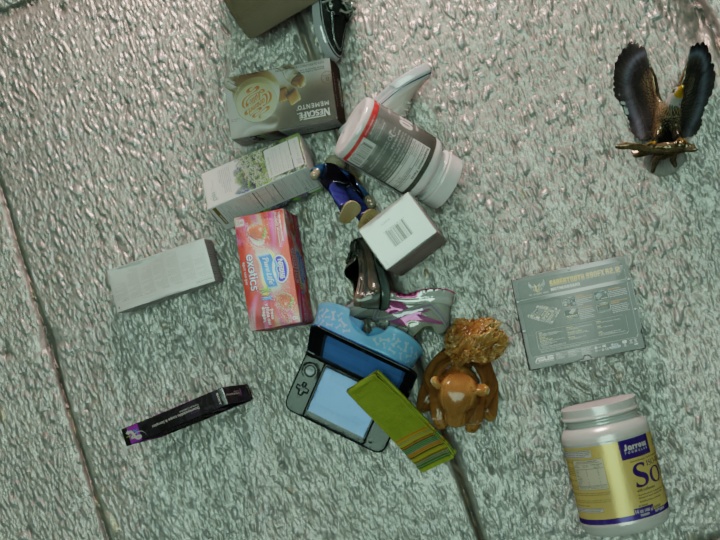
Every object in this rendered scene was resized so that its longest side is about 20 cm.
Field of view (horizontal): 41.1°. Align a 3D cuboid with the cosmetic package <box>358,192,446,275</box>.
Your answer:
[{"bbox_3d":[0.074,-0.056,1.602,0.107,0.200,0.085,-37,83,5],"label":"cosmetic package"}]

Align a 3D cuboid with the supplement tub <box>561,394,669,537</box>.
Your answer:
[{"bbox_3d":[0.406,0.312,1.548,0.144,0.145,0.203,-14,85,10],"label":"supplement tub"}]

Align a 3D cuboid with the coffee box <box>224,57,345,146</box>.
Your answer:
[{"bbox_3d":[-0.133,-0.299,1.715,0.197,0.080,0.116,-8,86,11],"label":"coffee box"}]

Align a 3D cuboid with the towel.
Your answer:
[{"bbox_3d":[0.067,0.257,1.615,0.200,0.018,0.086,47,126,-9],"label":"towel"}]

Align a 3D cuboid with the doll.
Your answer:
[{"bbox_3d":[-0.025,-0.138,1.652,0.135,0.201,0.049,23,114,-30],"label":"doll"}]

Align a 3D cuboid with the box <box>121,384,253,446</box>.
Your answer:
[{"bbox_3d":[-0.302,0.252,1.689,0.198,0.143,0.036,-22,82,8],"label":"box"}]

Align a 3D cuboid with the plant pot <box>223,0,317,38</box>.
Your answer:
[{"bbox_3d":[-0.179,-0.561,1.655,0.198,0.177,0.202,-25,69,17],"label":"plant pot"}]

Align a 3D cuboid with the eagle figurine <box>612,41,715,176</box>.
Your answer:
[{"bbox_3d":[0.506,-0.272,1.585,0.151,0.150,0.202,25,55,-27],"label":"eagle figurine"}]

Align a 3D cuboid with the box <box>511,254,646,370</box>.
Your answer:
[{"bbox_3d":[0.365,0.072,1.617,0.198,0.048,0.160,-13,84,10],"label":"box"}]

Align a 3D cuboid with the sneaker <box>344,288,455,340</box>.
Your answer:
[{"bbox_3d":[0.066,0.081,1.658,0.197,0.081,0.089,-4,85,11],"label":"sneaker"}]

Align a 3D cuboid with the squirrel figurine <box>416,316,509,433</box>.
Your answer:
[{"bbox_3d":[0.166,0.168,1.578,0.140,0.187,0.202,14,91,11],"label":"squirrel figurine"}]

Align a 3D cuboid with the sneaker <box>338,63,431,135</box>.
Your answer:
[{"bbox_3d":[0.055,-0.280,1.691,0.199,0.073,0.071,-39,90,16],"label":"sneaker"}]

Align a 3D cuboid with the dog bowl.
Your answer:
[{"bbox_3d":[0.006,0.123,1.646,0.198,0.112,0.050,23,66,12],"label":"dog bowl"}]

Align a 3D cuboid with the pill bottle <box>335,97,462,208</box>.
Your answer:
[{"bbox_3d":[0.067,-0.196,1.626,0.199,0.114,0.115,28,93,-16],"label":"pill bottle"}]

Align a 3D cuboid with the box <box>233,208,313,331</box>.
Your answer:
[{"bbox_3d":[-0.152,0.002,1.694,0.093,0.103,0.203,-10,84,10],"label":"box"}]

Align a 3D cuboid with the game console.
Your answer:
[{"bbox_3d":[-0.021,0.204,1.642,0.198,0.118,0.172,25,92,7],"label":"game console"}]

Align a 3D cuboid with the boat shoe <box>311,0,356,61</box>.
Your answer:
[{"bbox_3d":[-0.043,-0.475,1.711,0.067,0.073,0.202,-9,76,24],"label":"boat shoe"}]

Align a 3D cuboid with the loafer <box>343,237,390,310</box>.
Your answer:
[{"bbox_3d":[0.000,0.000,1.621,0.062,0.201,0.073,-5,120,-12],"label":"loafer"}]

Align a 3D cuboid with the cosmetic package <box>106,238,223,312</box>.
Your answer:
[{"bbox_3d":[-0.358,0.011,1.758,0.198,0.051,0.084,-17,82,10],"label":"cosmetic package"}]

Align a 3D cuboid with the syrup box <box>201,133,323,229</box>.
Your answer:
[{"bbox_3d":[-0.176,-0.157,1.707,0.198,0.082,0.079,-22,59,10],"label":"syrup box"}]
